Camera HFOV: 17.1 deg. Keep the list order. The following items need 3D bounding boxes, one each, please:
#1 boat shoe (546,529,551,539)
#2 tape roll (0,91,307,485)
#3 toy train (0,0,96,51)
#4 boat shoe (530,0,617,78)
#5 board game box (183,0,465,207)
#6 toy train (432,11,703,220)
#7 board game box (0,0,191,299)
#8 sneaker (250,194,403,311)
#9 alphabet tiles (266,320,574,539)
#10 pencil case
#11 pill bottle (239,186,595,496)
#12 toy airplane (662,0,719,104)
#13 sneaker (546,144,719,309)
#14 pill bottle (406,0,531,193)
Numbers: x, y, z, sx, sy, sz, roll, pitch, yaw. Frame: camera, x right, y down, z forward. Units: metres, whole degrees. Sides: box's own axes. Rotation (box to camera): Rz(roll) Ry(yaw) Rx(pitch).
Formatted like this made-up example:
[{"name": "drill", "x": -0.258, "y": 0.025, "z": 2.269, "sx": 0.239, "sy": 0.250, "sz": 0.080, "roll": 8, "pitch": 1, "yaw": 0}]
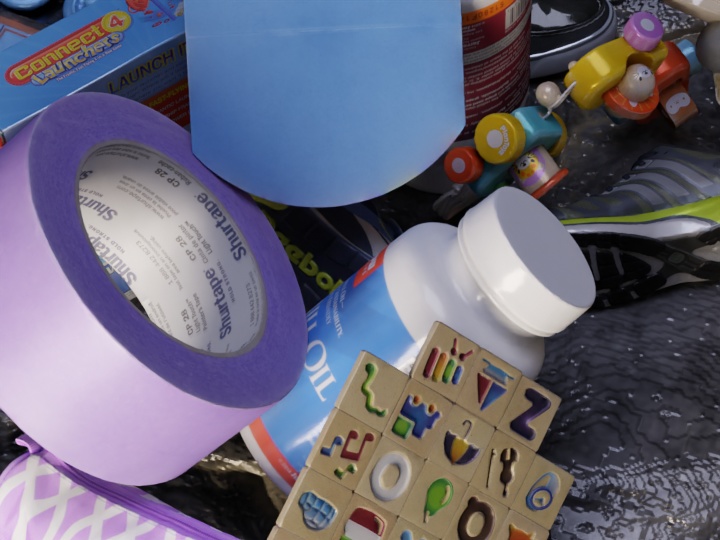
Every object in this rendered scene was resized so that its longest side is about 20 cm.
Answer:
[{"name": "boat shoe", "x": 0.018, "y": 0.176, "z": 1.339, "sx": 0.199, "sy": 0.075, "sz": 0.093, "roll": -25, "pitch": 75, "yaw": 0}, {"name": "tape roll", "x": -0.128, "y": 0.009, "z": 1.296, "sx": 0.085, "sy": 0.200, "sz": 0.201, "roll": -38, "pitch": 50, "yaw": 29}, {"name": "toy train", "x": -0.181, "y": -0.128, "z": 1.554, "sx": 0.199, "sy": 0.087, "sz": 0.115, "roll": 21, "pitch": 68, "yaw": 14}, {"name": "boat shoe", "x": 0.070, "y": -0.166, "z": 1.578, "sx": 0.199, "sy": 0.057, "sz": 0.069, "roll": -3, "pitch": 51, "yaw": 1}, {"name": "board game box", "x": -0.023, "y": -0.138, "z": 1.361, "sx": 0.157, "sy": 0.039, "sz": 0.201, "roll": -4, "pitch": 98, "yaw": -9}, {"name": "toy train", "x": 0.141, "y": -0.084, "z": 1.482, "sx": 0.200, "sy": 0.150, "sz": 0.056, "roll": -34, "pitch": 74, "yaw": -10}, {"name": "board game box", "x": -0.126, "y": -0.081, "z": 1.444, "sx": 0.200, "sy": 0.196, "sz": 0.056, "roll": -30, "pitch": 55, "yaw": -18}, {"name": "sneaker", "x": 0.000, "y": 0.000, "z": 1.449, "sx": 0.200, "sy": 0.074, "sz": 0.082, "roll": 48, "pitch": 29, "yaw": 7}, {"name": "alphabet tiles", "x": 0.030, "y": 0.136, "z": 1.266, "sx": 0.006, "sy": 0.166, "sz": 0.201, "roll": 16, "pitch": 77, "yaw": 54}, {"name": "pencil case", "x": -0.111, "y": 0.160, "z": 1.294, "sx": 0.199, "sy": 0.086, "sz": 0.084, "roll": 20, "pitch": 30, "yaw": 28}, {"name": "pill bottle", "x": 0.032, "y": 0.043, "z": 1.344, "sx": 0.200, "sy": 0.112, "sz": 0.112, "roll": -40, "pitch": 52, "yaw": 25}, {"name": "toy airplane", "x": 0.306, "y": -0.119, "z": 1.477, "sx": 0.200, "sy": 0.142, "sz": 0.199, "roll": 36, "pitch": 21, "yaw": 35}, {"name": "sneaker", "x": 0.173, "y": -0.032, "z": 1.482, "sx": 0.199, "sy": 0.074, "sz": 0.081, "roll": -7, "pitch": 48, "yaw": -11}, {"name": "pill bottle", "x": 0.051, "y": -0.142, "z": 1.476, "sx": 0.109, "sy": 0.200, "sz": 0.110, "roll": -1, "pitch": 55, "yaw": 2}]
